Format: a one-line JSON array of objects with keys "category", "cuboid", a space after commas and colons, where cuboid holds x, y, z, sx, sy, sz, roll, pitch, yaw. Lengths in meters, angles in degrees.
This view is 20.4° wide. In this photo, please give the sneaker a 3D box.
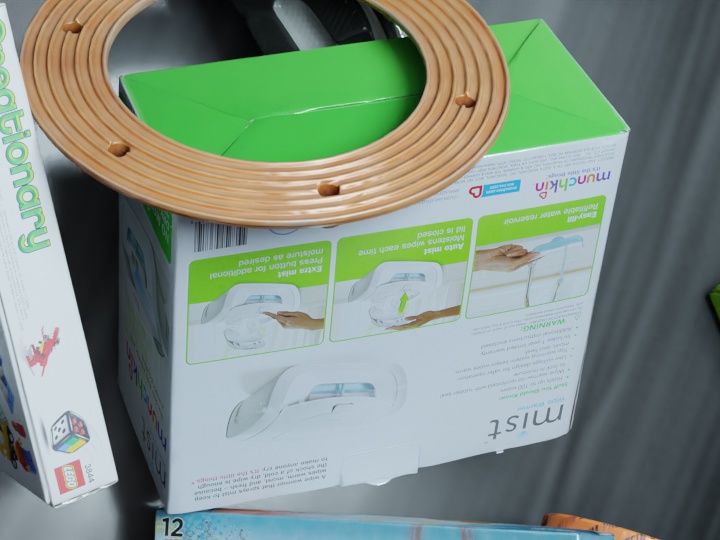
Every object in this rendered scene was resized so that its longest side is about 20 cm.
[{"category": "sneaker", "cuboid": [-0.022, -0.157, 0.956, 0.115, 0.076, 0.201, -6, 61, -54]}]

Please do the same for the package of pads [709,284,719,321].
[{"category": "package of pads", "cuboid": [0.288, 0.069, 1.021, 0.154, 0.068, 0.201, -24, 93, -18]}]

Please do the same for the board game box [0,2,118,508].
[{"category": "board game box", "cuboid": [-0.160, -0.014, 0.827, 0.034, 0.126, 0.202, -20, 110, -26]}]

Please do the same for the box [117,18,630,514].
[{"category": "box", "cuboid": [0.000, 0.000, 0.877, 0.198, 0.097, 0.178, -10, 132, -18]}]

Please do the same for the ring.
[{"category": "ring", "cuboid": [-0.038, -0.079, 0.812, 0.198, 0.019, 0.201, 3, 42, -3]}]

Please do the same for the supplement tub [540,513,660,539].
[{"category": "supplement tub", "cuboid": [0.101, 0.222, 0.920, 0.122, 0.122, 0.202, 20, 79, -15]}]

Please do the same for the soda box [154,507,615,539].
[{"category": "soda box", "cuboid": [0.008, 0.142, 0.874, 0.198, 0.064, 0.069, 1, 84, 21]}]
